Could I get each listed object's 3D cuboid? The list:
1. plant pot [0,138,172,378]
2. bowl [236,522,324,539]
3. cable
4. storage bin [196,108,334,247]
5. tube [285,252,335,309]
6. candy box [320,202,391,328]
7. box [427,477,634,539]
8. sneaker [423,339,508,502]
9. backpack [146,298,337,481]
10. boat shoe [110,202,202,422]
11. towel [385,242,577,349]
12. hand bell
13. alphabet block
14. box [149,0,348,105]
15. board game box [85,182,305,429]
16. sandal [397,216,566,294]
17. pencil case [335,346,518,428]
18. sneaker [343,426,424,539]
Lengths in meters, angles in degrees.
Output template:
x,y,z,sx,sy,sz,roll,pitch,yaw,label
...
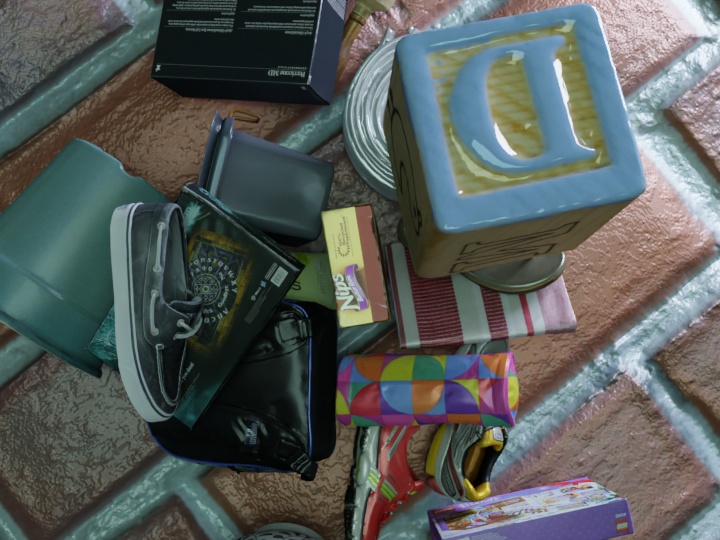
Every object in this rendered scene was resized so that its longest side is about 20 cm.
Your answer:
x,y,z,sx,sy,sz,roll,pitch,yaw,label
-0.308,-0.022,0.867,0.199,0.200,0.197,33,78,0,plant pot
-0.085,0.340,0.874,0.199,0.202,0.095,9,41,-1,bowl
0.078,-0.177,0.942,0.199,0.069,0.201,29,86,0,cable
-0.109,-0.092,0.878,0.133,0.200,0.147,13,86,-12,storage bin
-0.119,0.003,0.903,0.199,0.052,0.059,6,99,-25,tube
0.000,0.000,0.862,0.056,0.200,0.118,-9,87,1,candy box
0.180,0.277,0.882,0.198,0.137,0.039,-11,86,-2,box
0.139,0.165,0.907,0.077,0.082,0.202,12,89,-33,sneaker
-0.124,0.124,0.870,0.198,0.147,0.185,-2,85,16,backpack
-0.176,0.039,0.725,0.067,0.072,0.202,-3,94,13,boat shoe
0.135,0.020,0.923,0.198,0.023,0.145,-6,56,-2,towel
-0.007,-0.291,0.950,0.104,0.104,0.201,30,97,0,hand bell
0.138,-0.117,0.796,0.195,0.200,0.197,-9,77,-4,alphabet block
-0.125,-0.270,0.908,0.198,0.079,0.142,8,83,19,box
-0.161,0.036,0.769,0.135,0.028,0.201,37,106,2,board game box
0.134,-0.032,0.911,0.199,0.054,0.081,21,60,16,sandal
0.069,0.127,0.854,0.198,0.088,0.089,-2,86,19,pencil case
0.029,0.252,0.912,0.084,0.077,0.202,10,86,-6,sneaker
